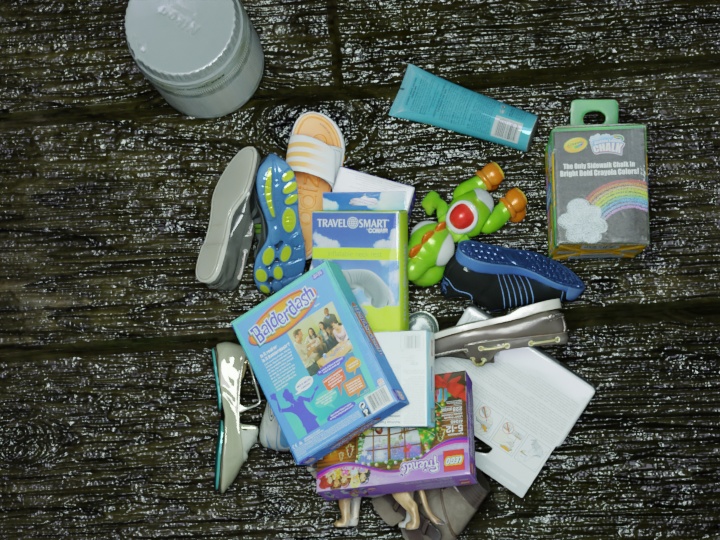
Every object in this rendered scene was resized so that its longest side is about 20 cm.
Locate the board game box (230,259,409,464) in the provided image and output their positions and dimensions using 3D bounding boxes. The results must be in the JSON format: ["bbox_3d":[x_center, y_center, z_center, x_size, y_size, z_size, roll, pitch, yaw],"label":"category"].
[{"bbox_3d":[-0.052,0.112,1.380,0.151,0.045,0.201,-32,71,14],"label":"board game box"}]

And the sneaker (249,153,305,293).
[{"bbox_3d":[-0.112,-0.062,1.514,0.070,0.083,0.201,-3,116,-9],"label":"sneaker"}]

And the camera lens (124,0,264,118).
[{"bbox_3d":[-0.218,-0.301,1.507,0.158,0.200,0.162,-1,83,4],"label":"camera lens"}]

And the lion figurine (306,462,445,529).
[{"bbox_3d":[0.018,0.268,1.452,0.198,0.072,0.124,-4,78,27],"label":"lion figurine"}]

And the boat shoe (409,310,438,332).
[{"bbox_3d":[0.040,0.141,1.503,0.073,0.062,0.201,35,87,8],"label":"boat shoe"}]

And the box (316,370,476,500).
[{"bbox_3d":[0.044,0.206,1.409,0.198,0.039,0.138,-10,58,17],"label":"box"}]

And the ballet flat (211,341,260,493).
[{"bbox_3d":[-0.165,0.195,1.514,0.069,0.069,0.202,-3,83,4],"label":"ballet flat"}]

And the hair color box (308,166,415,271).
[{"bbox_3d":[-0.003,-0.027,1.527,0.108,0.065,0.202,16,83,6],"label":"hair color box"}]

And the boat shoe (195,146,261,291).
[{"bbox_3d":[-0.171,-0.069,1.556,0.067,0.057,0.202,9,78,41],"label":"boat shoe"}]

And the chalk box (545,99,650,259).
[{"bbox_3d":[0.309,-0.123,1.487,0.124,0.124,0.202,0,82,5],"label":"chalk box"}]

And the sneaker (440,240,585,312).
[{"bbox_3d":[0.198,0.018,1.493,0.198,0.070,0.078,14,122,-21],"label":"sneaker"}]

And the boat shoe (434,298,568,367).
[{"bbox_3d":[0.166,0.089,1.444,0.198,0.072,0.060,-16,86,6],"label":"boat shoe"}]

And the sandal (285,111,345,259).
[{"bbox_3d":[-0.068,-0.118,1.545,0.078,0.059,0.209,6,83,5],"label":"sandal"}]

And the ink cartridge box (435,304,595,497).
[{"bbox_3d":[0.183,0.172,1.500,0.199,0.044,0.174,34,99,8],"label":"ink cartridge box"}]

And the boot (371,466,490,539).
[{"bbox_3d":[0.072,0.263,1.475,0.146,0.070,0.201,-39,71,22],"label":"boot"}]

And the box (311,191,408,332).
[{"bbox_3d":[0.000,0.000,1.450,0.121,0.048,0.202,1,95,16],"label":"box"}]

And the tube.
[{"bbox_3d":[0.143,-0.218,1.551,0.199,0.050,0.078,21,81,11],"label":"tube"}]

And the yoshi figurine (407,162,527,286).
[{"bbox_3d":[0.123,-0.049,1.520,0.199,0.112,0.112,-37,122,-15],"label":"yoshi figurine"}]

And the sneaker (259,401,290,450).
[{"bbox_3d":[-0.093,0.140,1.512,0.072,0.072,0.202,4,86,-2],"label":"sneaker"}]

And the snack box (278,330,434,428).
[{"bbox_3d":[-0.006,0.137,1.403,0.198,0.037,0.117,-3,79,21],"label":"snack box"}]
